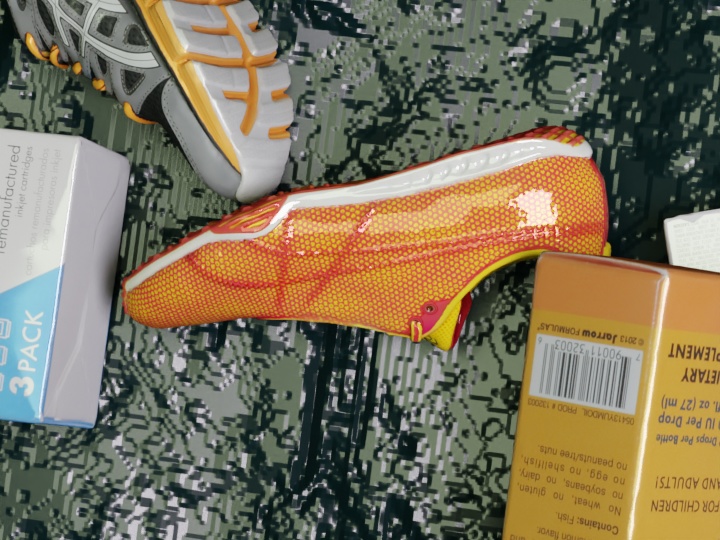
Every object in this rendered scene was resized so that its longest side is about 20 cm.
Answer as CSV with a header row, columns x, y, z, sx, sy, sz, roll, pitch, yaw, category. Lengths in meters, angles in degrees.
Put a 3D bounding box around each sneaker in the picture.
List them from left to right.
x,y,z,sx,sy,sz,roll,pitch,yaw,category
-0.099,-0.105,0.902,0.077,0.078,0.201,-40,74,20,sneaker
0.000,0.000,0.867,0.199,0.073,0.078,-13,92,14,sneaker

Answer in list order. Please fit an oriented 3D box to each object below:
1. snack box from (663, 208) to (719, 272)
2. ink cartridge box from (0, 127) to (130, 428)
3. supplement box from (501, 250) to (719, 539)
x,y,z,sx,sy,sz,roll,pitch,yaw,category
0.219,0.000,0.839,0.199,0.024,0.072,-9,83,12,snack box
-0.204,-0.005,0.913,0.199,0.068,0.116,7,87,14,ink cartridge box
0.094,0.097,0.820,0.069,0.066,0.202,11,94,45,supplement box
